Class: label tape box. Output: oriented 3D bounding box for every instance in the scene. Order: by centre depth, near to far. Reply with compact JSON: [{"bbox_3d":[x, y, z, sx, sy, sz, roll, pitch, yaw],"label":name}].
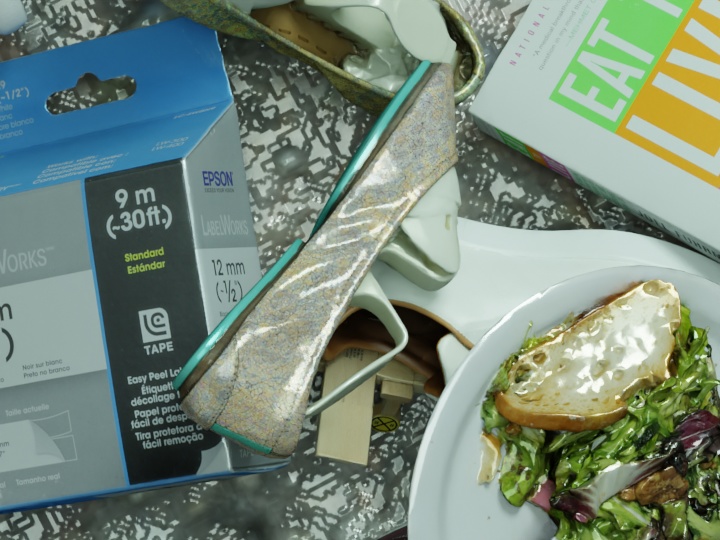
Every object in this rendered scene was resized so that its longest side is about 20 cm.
[{"bbox_3d":[-0.119,-0.002,1.276,0.143,0.066,0.201,-11,88,25],"label":"label tape box"}]

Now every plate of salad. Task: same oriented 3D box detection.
[{"bbox_3d":[0.114,0.099,1.208,0.199,0.048,0.201,-3,96,-25],"label":"plate of salad"}]

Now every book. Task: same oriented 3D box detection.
[{"bbox_3d":[0.164,-0.074,1.280,0.200,0.048,0.134,29,83,24],"label":"book"}]

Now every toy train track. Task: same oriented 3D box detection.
[{"bbox_3d":[0.035,0.052,1.316,0.199,0.033,0.115,12,55,-7],"label":"toy train track"}]

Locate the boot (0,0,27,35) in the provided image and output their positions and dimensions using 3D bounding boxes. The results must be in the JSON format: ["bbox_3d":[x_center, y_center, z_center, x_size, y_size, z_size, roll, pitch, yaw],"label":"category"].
[{"bbox_3d":[-0.214,-0.181,1.276,0.095,0.074,0.201,-22,96,-8],"label":"boot"}]

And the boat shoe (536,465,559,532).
[{"bbox_3d":[0.087,0.155,1.271,0.067,0.073,0.201,-21,107,-41],"label":"boat shoe"}]

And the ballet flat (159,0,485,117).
[{"bbox_3d":[-0.023,-0.122,1.264,0.200,0.071,0.071,29,85,-36],"label":"ballet flat"}]

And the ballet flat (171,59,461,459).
[{"bbox_3d":[0.000,0.000,1.228,0.067,0.068,0.200,36,66,1],"label":"ballet flat"}]

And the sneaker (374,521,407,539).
[{"bbox_3d":[-0.027,0.165,1.268,0.200,0.116,0.076,-32,88,-3],"label":"sneaker"}]

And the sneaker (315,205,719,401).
[{"bbox_3d":[0.073,0.028,1.285,0.199,0.073,0.085,8,58,2],"label":"sneaker"}]
